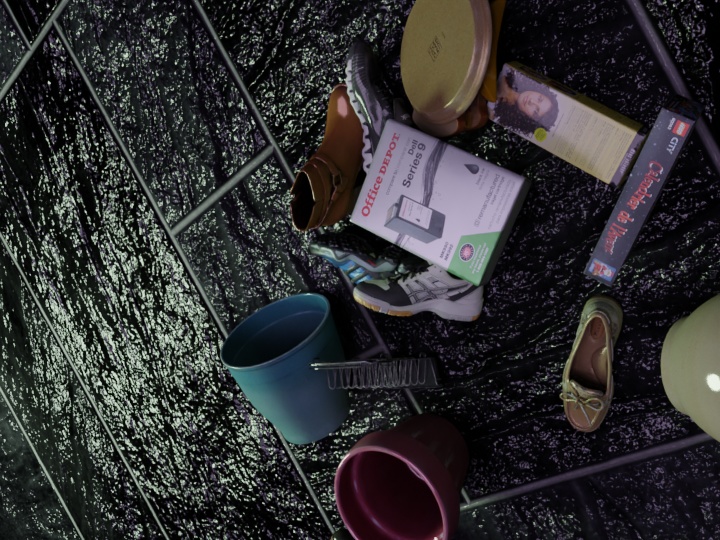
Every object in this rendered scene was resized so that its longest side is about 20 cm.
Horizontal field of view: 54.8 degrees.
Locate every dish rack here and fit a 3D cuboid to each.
[{"bbox_3d":[0.021,0.157,1.070,0.150,0.198,0.056,-10,79,34],"label":"dish rack"}]

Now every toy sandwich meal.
[{"bbox_3d":[0.123,-0.278,0.905,0.203,0.069,0.212,6,97,59],"label":"toy sandwich meal"}]

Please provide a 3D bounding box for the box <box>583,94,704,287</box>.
[{"bbox_3d":[0.332,-0.095,0.812,0.037,0.136,0.204,28,119,20],"label":"box"}]

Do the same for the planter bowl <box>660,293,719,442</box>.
[{"bbox_3d":[0.439,0.112,0.803,0.134,0.197,0.205,-6,106,61],"label":"planter bowl"}]

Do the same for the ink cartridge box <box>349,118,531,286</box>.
[{"bbox_3d":[0.102,-0.090,0.910,0.196,0.084,0.149,26,102,17],"label":"ink cartridge box"}]

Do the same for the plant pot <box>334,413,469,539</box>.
[{"bbox_3d":[0.083,0.325,1.093,0.195,0.178,0.206,11,112,28],"label":"plant pot"}]

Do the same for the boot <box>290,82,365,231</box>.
[{"bbox_3d":[-0.052,-0.164,1.019,0.075,0.154,0.206,17,115,25],"label":"boot"}]

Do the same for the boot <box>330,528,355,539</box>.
[{"bbox_3d":[0.048,0.479,1.244,0.195,0.077,0.142,20,111,13],"label":"boot"}]

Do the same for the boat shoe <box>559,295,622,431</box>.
[{"bbox_3d":[0.311,0.137,0.952,0.072,0.062,0.206,11,113,27],"label":"boat shoe"}]

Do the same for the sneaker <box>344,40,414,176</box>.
[{"bbox_3d":[0.036,-0.227,0.994,0.089,0.066,0.206,1,111,35],"label":"sneaker"}]

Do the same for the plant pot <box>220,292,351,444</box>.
[{"bbox_3d":[-0.105,0.174,1.163,0.196,0.201,0.192,-8,118,33],"label":"plant pot"}]

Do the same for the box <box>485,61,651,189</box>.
[{"bbox_3d":[0.258,-0.187,0.879,0.197,0.050,0.077,32,122,18],"label":"box"}]

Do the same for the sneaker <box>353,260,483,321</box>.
[{"bbox_3d":[0.086,0.017,1.014,0.194,0.076,0.090,3,106,-12],"label":"sneaker"}]

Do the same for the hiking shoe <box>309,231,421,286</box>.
[{"bbox_3d":[0.000,0.000,1.094,0.196,0.074,0.089,19,115,26],"label":"hiking shoe"}]
